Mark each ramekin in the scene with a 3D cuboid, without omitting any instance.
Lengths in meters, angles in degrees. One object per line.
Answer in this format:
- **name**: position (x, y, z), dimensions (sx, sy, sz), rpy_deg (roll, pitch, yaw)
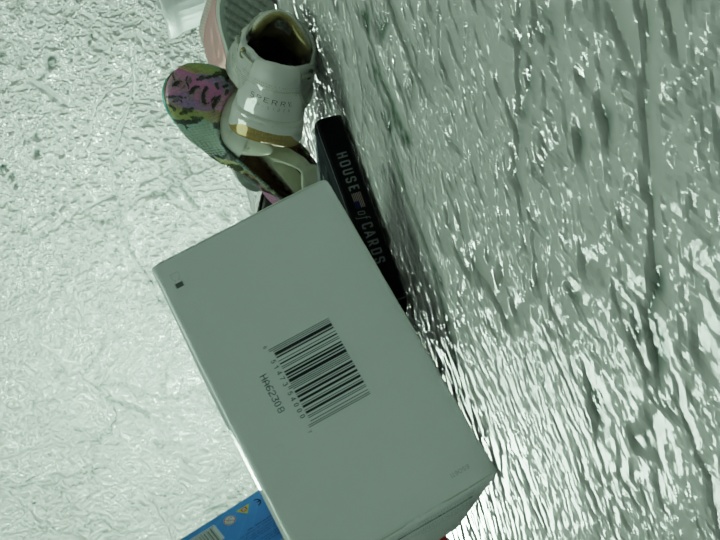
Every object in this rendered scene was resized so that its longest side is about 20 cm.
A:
- **ramekin**: position (-0.243, -0.428, 1.502), dimensions (0.200, 0.096, 0.203), rpy_deg (164, 90, -83)

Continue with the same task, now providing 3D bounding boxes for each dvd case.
- **dvd case**: position (0.000, 0.000, 0.834), dimensions (0.201, 0.024, 0.152), rpy_deg (87, 165, -65)

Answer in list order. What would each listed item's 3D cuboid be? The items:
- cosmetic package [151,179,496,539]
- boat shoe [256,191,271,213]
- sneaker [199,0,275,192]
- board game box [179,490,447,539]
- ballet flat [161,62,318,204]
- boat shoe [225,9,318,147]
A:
- **cosmetic package**: position (-0.023, 0.088, 0.697), dimensions (0.201, 0.122, 0.200), rpy_deg (60, 168, 17)
- **boat shoe**: position (-0.105, -0.007, 1.101), dimensions (0.075, 0.072, 0.201), rpy_deg (-97, 32, -57)
- **sneaker**: position (-0.108, -0.185, 1.059), dimensions (0.105, 0.074, 0.203), rpy_deg (-129, 30, -61)
- **board game box**: position (-0.024, 0.240, 0.853), dimensions (0.056, 0.199, 0.198), rpy_deg (34, 145, 47)
- **ballet flat**: position (-0.076, -0.100, 0.894), dimensions (0.071, 0.070, 0.200), rpy_deg (21, 166, 39)
- **boat shoe**: position (-0.061, -0.160, 0.820), dimensions (0.201, 0.070, 0.070), rpy_deg (-103, 26, -60)
